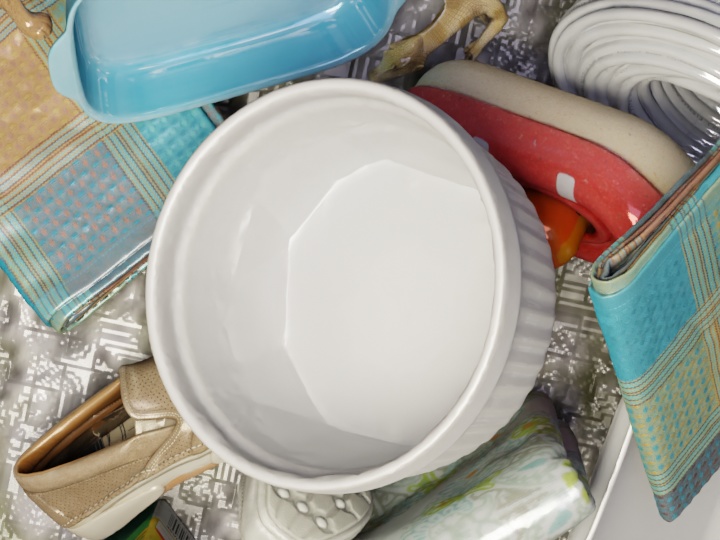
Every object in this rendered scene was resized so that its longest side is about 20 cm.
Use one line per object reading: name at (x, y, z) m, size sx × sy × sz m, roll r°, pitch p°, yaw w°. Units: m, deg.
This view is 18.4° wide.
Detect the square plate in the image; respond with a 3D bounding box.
square plate at (0.170, 0.127, 1.214) m, size 0.028 × 0.200 × 0.199 m, roll 25°, pitch 97°, yaw 36°

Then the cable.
cable at (0.196, -0.090, 1.169) m, size 0.199 × 0.200 × 0.069 m, roll 33°, pitch 71°, yaw 0°

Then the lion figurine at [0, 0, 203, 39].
lion figurine at (-0.145, -0.186, 1.150) m, size 0.199 × 0.123 × 0.073 m, roll -15°, pitch 55°, yaw -6°

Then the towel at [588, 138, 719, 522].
towel at (0.178, 0.020, 1.116) m, size 0.022 × 0.201 × 0.147 m, roll 30°, pitch 65°, yaw 35°

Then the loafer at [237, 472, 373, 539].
loafer at (-0.032, 0.119, 1.187) m, size 0.070 × 0.200 × 0.070 m, roll 40°, pitch 107°, yaw 0°

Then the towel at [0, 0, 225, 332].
towel at (-0.169, -0.085, 1.221) m, size 0.146 × 0.022 × 0.200 m, roll -39°, pitch 78°, yaw 2°

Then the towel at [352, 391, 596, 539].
towel at (0.039, 0.134, 1.184) m, size 0.171 × 0.200 × 0.048 m, roll -34°, pitch 96°, yaw 6°

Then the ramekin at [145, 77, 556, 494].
ramekin at (0.003, 0.011, 1.105) m, size 0.199 × 0.105 × 0.202 m, roll -4°, pitch 82°, yaw 27°

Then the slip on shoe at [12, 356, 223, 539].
slip on shoe at (-0.107, 0.074, 1.224) m, size 0.200 × 0.076 × 0.061 m, roll -35°, pitch 127°, yaw 23°

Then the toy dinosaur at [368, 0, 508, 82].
toy dinosaur at (0.075, -0.181, 1.200) m, size 0.058 × 0.101 × 0.201 m, roll 30°, pitch 103°, yaw 30°

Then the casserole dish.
casserole dish at (-0.070, -0.141, 1.153) m, size 0.199 × 0.121 × 0.039 m, roll -17°, pitch 57°, yaw -11°

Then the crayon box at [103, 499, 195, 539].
crayon box at (-0.097, 0.205, 1.194) m, size 0.051 × 0.200 × 0.127 m, roll -35°, pitch 94°, yaw 3°

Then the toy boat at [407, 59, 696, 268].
toy boat at (0.096, -0.018, 1.176) m, size 0.199 × 0.131 × 0.131 m, roll 22°, pitch 77°, yaw 29°
